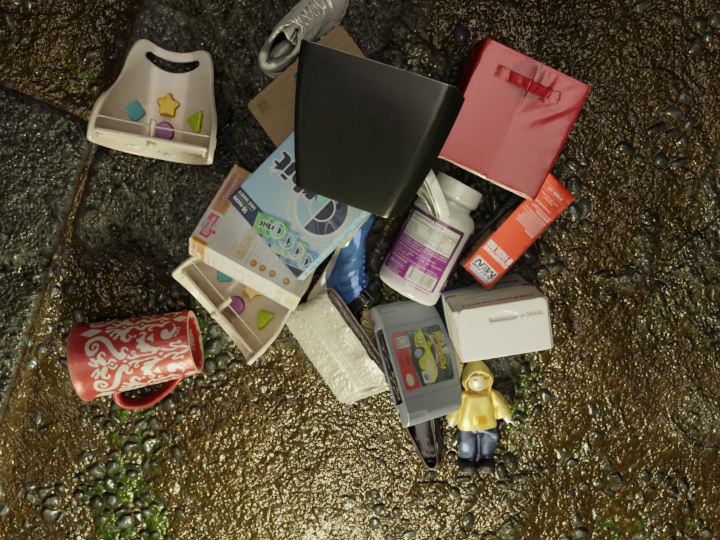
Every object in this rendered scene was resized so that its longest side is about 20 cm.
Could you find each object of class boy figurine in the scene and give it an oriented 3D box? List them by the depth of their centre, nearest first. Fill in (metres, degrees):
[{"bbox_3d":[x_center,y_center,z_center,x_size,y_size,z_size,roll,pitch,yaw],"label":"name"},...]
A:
[{"bbox_3d":[0.213,0.253,1.197,0.122,0.064,0.204,2,103,3],"label":"boy figurine"}]

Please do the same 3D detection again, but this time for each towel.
[{"bbox_3d":[-0.039,0.134,1.150,0.132,0.034,0.201,-29,100,40],"label":"towel"}]

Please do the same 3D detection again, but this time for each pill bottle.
[{"bbox_3d":[0.120,-0.055,1.122,0.111,0.112,0.202,27,99,-4],"label":"pill bottle"}]

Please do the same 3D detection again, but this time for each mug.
[{"bbox_3d":[-0.377,0.148,1.177,0.196,0.178,0.135,-11,63,-2],"label":"mug"}]

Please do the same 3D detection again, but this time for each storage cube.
[{"bbox_3d":[0.220,-0.235,1.050,0.169,0.200,0.182,23,105,-4],"label":"storage cube"}]

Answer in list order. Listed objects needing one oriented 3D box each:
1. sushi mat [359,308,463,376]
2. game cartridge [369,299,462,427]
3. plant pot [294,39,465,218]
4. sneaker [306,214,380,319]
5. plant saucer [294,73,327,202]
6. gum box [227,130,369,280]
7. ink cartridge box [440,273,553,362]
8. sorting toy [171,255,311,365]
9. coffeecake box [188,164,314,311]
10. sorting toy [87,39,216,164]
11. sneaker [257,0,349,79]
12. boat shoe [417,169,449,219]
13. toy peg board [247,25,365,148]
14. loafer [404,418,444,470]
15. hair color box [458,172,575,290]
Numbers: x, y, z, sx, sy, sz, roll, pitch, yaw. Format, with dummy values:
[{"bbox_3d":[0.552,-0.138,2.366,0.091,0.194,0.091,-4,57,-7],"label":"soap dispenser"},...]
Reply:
[{"bbox_3d":[0.087,0.139,1.188,0.197,0.012,0.097,17,74,-2],"label":"sushi mat"},{"bbox_3d":[0.099,0.148,1.138,0.131,0.041,0.203,-8,76,-36],"label":"game cartridge"},{"bbox_3d":[0.014,-0.179,0.905,0.196,0.200,0.180,20,104,8],"label":"plant pot"},{"bbox_3d":[0.000,0.000,1.148,0.110,0.077,0.202,31,103,3],"label":"sneaker"},{"bbox_3d":[-0.052,-0.208,1.013,0.069,0.019,0.204,-11,83,7],"label":"plant saucer"},{"bbox_3d":[-0.077,-0.117,1.041,0.200,0.045,0.170,-44,81,3],"label":"gum box"},{"bbox_3d":[0.213,0.073,1.097,0.143,0.200,0.086,-10,99,3],"label":"ink cartridge box"},{"bbox_3d":[-0.182,0.026,1.153,0.180,0.107,0.200,-42,85,-7],"label":"sorting toy"},{"bbox_3d":[-0.158,-0.054,1.112,0.198,0.073,0.155,29,66,-4],"label":"coffeecake box"},{"bbox_3d":[-0.316,-0.277,1.100,0.196,0.107,0.184,10,90,-3],"label":"sorting toy"},{"bbox_3d":[-0.090,-0.394,1.086,0.075,0.081,0.200,41,96,-4],"label":"sneaker"},{"bbox_3d":[0.067,-0.159,1.030,0.063,0.071,0.202,-31,98,3],"label":"boat shoe"},{"bbox_3d":[-0.044,-0.247,1.115,0.199,0.098,0.200,-38,82,5],"label":"toy peg board"},{"bbox_3d":[0.103,0.255,1.197,0.071,0.063,0.203,-20,96,6],"label":"loafer"},{"bbox_3d":[0.250,-0.069,1.118,0.064,0.111,0.200,41,97,-5],"label":"hair color box"}]
